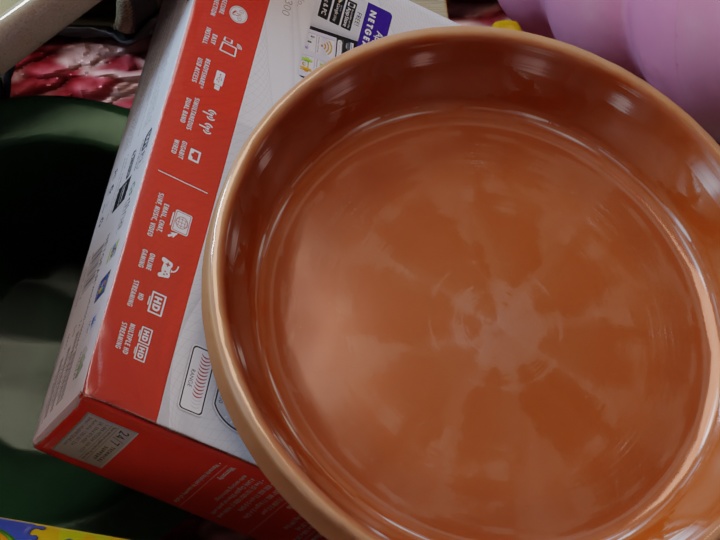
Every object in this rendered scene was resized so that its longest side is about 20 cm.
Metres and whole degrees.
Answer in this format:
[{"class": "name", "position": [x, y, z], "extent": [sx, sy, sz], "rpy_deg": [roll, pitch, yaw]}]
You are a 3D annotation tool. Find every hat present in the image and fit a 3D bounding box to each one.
[{"class": "hat", "position": [-0.114, 0.037, 1.051], "extent": [0.165, 0.176, 0.200], "rpy_deg": [34, 70, 4]}]

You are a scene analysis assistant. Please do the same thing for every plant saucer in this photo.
[{"class": "plant saucer", "position": [0.045, 0.015, 0.915], "extent": [0.200, 0.032, 0.201], "rpy_deg": [6, 65, -13]}]

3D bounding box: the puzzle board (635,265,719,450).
[{"class": "puzzle board", "position": [0.177, 0.054, 0.959], "extent": [0.199, 0.017, 0.151], "rpy_deg": [-11, 74, -14]}]

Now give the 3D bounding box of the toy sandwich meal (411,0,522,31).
[{"class": "toy sandwich meal", "position": [-0.003, -0.055, 1.131], "extent": [0.204, 0.070, 0.205], "rpy_deg": [1, 38, -1]}]

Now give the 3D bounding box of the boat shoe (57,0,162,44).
[{"class": "boat shoe", "position": [-0.099, -0.131, 1.230], "extent": [0.199, 0.072, 0.065], "rpy_deg": [0, 43, 4]}]

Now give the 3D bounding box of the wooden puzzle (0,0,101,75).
[{"class": "wooden puzzle", "position": [-0.144, -0.117, 1.036], "extent": [0.185, 0.046, 0.200], "rpy_deg": [-37, 23, 0]}]

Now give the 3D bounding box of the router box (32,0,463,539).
[{"class": "router box", "position": [0.000, 0.000, 0.966], "extent": [0.179, 0.049, 0.200], "rpy_deg": [23, 57, -17]}]

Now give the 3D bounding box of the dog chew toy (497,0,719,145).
[{"class": "dog chew toy", "position": [0.134, -0.121, 1.189], "extent": [0.200, 0.125, 0.124], "rpy_deg": [20, 39, 42]}]

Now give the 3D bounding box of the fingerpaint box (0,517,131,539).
[{"class": "fingerpaint box", "position": [-0.084, 0.159, 0.847], "extent": [0.199, 0.074, 0.167], "rpy_deg": [9, 38, 9]}]

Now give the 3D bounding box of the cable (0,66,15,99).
[{"class": "cable", "position": [-0.228, -0.067, 1.144], "extent": [0.200, 0.051, 0.163], "rpy_deg": [-20, 44, -20]}]
